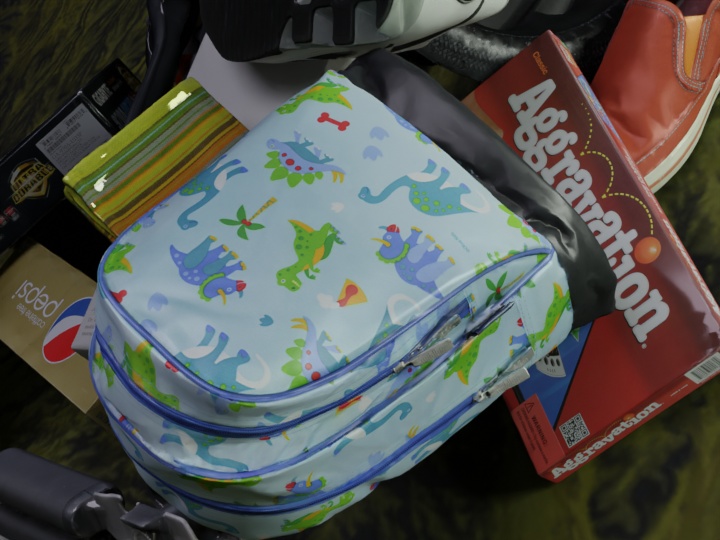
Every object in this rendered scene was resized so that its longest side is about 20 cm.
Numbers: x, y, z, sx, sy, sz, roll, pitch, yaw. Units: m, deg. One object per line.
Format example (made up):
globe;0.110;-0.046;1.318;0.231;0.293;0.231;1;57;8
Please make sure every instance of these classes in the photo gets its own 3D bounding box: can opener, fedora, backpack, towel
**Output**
can opener;-0.112;-0.124;0.908;0.063;0.079;0.201;6;53;-4
fedora;0.076;-0.172;0.796;0.201;0.200;0.092;-64;4;-24
backpack;-0.017;0.013;0.587;0.200;0.154;0.163;-43;68;-6
towel;-0.042;-0.003;0.668;0.200;0.018;0.086;42;74;15
can opener;-0.119;0.121;0.721;0.067;0.054;0.200;-31;23;-33

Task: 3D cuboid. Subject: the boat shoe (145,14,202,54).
boat shoe;-0.071;-0.220;1.009;0.200;0.073;0.074;-46;13;-1

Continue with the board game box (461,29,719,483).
board game box;0.089;-0.012;0.669;0.103;0.019;0.200;-38;50;19

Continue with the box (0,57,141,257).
box;-0.221;-0.069;0.992;0.159;0.046;0.200;-40;13;8

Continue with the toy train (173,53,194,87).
toy train;-0.062;-0.090;0.914;0.150;0.056;0.200;-32;40;13

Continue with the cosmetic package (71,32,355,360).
cosmetic package;-0.055;-0.028;0.752;0.107;0.085;0.201;2;62;41

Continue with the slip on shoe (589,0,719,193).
slip on shoe;0.148;-0.107;0.714;0.200;0.061;0.074;-52;38;-6

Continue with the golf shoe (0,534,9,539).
golf shoe;-0.200;0.177;0.793;0.097;0.079;0.200;-20;35;-9

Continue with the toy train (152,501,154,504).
toy train;-0.069;0.139;0.712;0.046;0.034;0.200;-36;37;6

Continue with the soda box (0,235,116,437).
soda box;-0.163;0.045;0.865;0.064;0.068;0.200;-52;36;-10

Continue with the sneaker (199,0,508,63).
sneaker;-0.008;-0.133;0.695;0.200;0.088;0.074;20;109;53

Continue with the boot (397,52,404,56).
boot;0.053;-0.210;0.883;0.200;0.072;0.145;-37;33;39
